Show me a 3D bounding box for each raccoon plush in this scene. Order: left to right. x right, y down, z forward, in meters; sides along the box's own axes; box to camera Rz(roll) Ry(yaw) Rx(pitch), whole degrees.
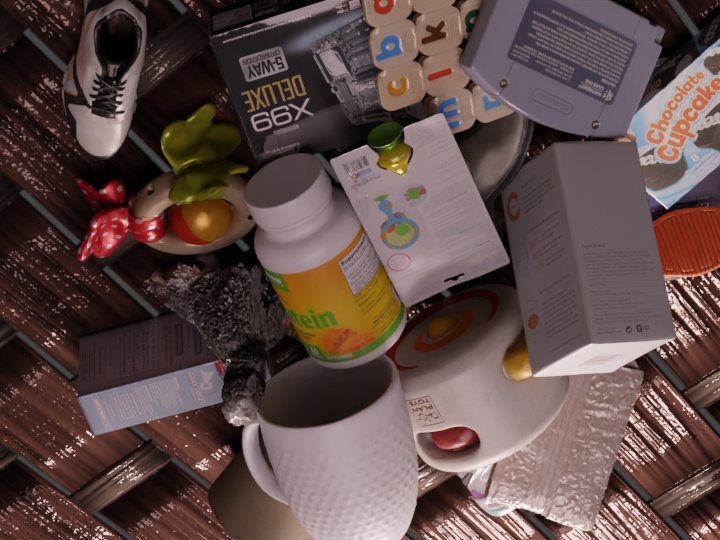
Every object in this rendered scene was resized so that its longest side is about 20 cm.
[{"bbox_3d":[-0.160,0.061,1.654,0.133,0.201,0.097,-7,132,22],"label":"raccoon plush"}]

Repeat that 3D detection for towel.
[{"bbox_3d":[0.227,0.178,1.828,0.131,0.034,0.202,18,88,-4],"label":"towel"}]

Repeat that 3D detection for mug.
[{"bbox_3d":[-0.035,0.191,1.670,0.198,0.148,0.177,2,120,32],"label":"mug"}]

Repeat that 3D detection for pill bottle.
[{"bbox_3d":[-0.038,-0.011,1.612,0.110,0.111,0.201,-21,125,8],"label":"pill bottle"}]

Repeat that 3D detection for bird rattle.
[{"bbox_3d":[-0.179,-0.057,1.632,0.199,0.113,0.163,-38,139,22],"label":"bird rattle"}]

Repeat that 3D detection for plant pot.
[{"bbox_3d":[-0.039,0.208,1.811,0.186,0.188,0.201,25,107,-24],"label":"plant pot"}]

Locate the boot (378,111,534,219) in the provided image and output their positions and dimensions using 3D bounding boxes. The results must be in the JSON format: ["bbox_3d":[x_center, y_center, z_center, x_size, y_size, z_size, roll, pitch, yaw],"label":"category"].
[{"bbox_3d":[0.085,-0.108,1.623,0.130,0.068,0.201,8,117,-27],"label":"boot"}]

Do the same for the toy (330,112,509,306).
[{"bbox_3d":[0.057,-0.065,1.587,0.114,0.047,0.201,-22,132,7],"label":"toy"}]

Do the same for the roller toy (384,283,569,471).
[{"bbox_3d":[0.114,0.107,1.728,0.182,0.200,0.140,-33,109,-1],"label":"roller toy"}]

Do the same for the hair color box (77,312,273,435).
[{"bbox_3d":[-0.195,0.097,1.739,0.198,0.099,0.061,-15,128,3],"label":"hair color box"}]

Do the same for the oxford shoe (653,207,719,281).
[{"bbox_3d":[0.318,-0.020,1.751,0.198,0.073,0.072,-16,85,7],"label":"oxford shoe"}]

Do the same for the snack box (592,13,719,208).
[{"bbox_3d":[0.340,-0.164,1.639,0.116,0.037,0.200,35,116,-28],"label":"snack box"}]

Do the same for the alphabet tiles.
[{"bbox_3d":[0.092,-0.230,1.533,0.194,0.015,0.202,-21,116,-22],"label":"alphabet tiles"}]

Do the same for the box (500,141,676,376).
[{"bbox_3d":[0.218,-0.011,1.608,0.097,0.202,0.124,-2,164,-23],"label":"box"}]

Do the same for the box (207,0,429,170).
[{"bbox_3d":[-0.029,-0.197,1.574,0.198,0.050,0.159,-16,126,3],"label":"box"}]

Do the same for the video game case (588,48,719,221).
[{"bbox_3d":[0.305,-0.134,1.691,0.141,0.019,0.201,-7,128,-2],"label":"video game case"}]

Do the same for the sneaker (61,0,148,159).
[{"bbox_3d":[-0.239,-0.184,1.538,0.073,0.080,0.201,3,127,-12],"label":"sneaker"}]

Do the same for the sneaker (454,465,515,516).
[{"bbox_3d":[0.181,0.176,1.869,0.200,0.078,0.140,-42,113,8],"label":"sneaker"}]

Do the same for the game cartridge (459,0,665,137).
[{"bbox_3d":[0.190,-0.205,1.565,0.199,0.042,0.134,20,100,-31],"label":"game cartridge"}]

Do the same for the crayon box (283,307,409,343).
[{"bbox_3d":[0.000,0.000,1.726,0.126,0.051,0.200,28,117,-25],"label":"crayon box"}]
